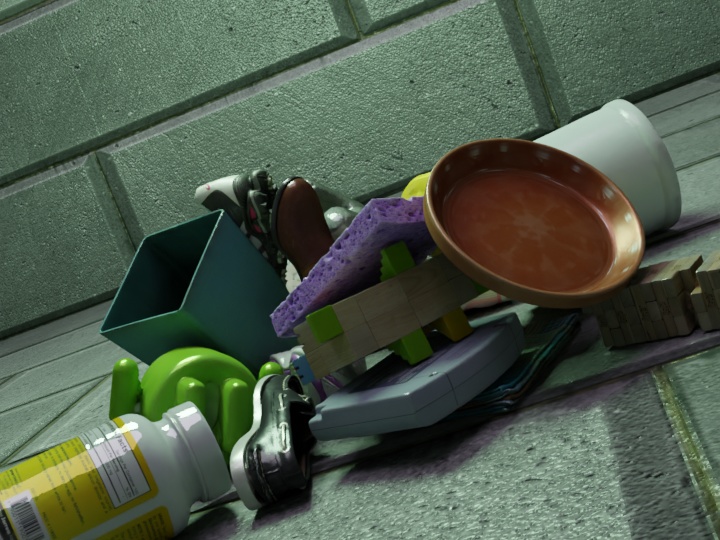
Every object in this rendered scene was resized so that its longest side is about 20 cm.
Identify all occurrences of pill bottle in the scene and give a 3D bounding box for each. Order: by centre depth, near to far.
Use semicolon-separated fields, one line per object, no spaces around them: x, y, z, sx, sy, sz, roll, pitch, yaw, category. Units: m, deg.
-0.214;0.190;0.886;0.199;0.113;0.112;-24;9;-21;pill bottle

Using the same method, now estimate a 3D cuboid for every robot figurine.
-0.165;0.137;1.079;0.174;0.117;0.200;0;0;-18;robot figurine

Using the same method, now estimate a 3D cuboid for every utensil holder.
0.258;-0.091;1.295;0.199;0.171;0.170;-24;9;-6;utensil holder

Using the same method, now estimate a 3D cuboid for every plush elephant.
-0.013;0.002;1.302;0.199;0.156;0.165;20;12;-33;plush elephant

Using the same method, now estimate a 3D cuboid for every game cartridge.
0.060;0.091;0.933;0.132;0.042;0.200;-11;11;37;game cartridge

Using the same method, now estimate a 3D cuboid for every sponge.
0.005;-0.002;1.008;0.111;0.030;0.200;-9;-26;-41;sponge

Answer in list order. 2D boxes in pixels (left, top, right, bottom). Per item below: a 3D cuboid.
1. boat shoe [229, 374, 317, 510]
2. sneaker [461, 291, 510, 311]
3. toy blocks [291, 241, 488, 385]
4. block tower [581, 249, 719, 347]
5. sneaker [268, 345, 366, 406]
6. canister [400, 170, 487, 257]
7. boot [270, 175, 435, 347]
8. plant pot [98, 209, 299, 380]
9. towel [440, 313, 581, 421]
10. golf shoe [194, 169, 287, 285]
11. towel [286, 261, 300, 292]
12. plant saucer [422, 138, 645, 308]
-0.065;0.142;0.952;0.060;0.074;0.200;-20;11;11;boat shoe
0.123;0.004;1.335;0.104;0.076;0.200;-16;13;2;sneaker
0.009;0.048;0.978;0.199;0.101;0.137;-24;-4;-36;toy blocks
0.290;0.019;0.904;0.199;0.058;0.054;-13;13;39;block tower
-0.031;0.101;1.117;0.099;0.075;0.200;-20;9;-19;sneaker
0.152;-0.034;1.097;0.199;0.087;0.148;21;-13;-31;canister
0.000;0.000;1.113;0.199;0.190;0.068;13;26;42;boot
-0.161;0.059;1.225;0.141;0.200;0.142;-16;43;38;plant pot
0.113;0.092;1.000;0.146;0.022;0.200;-15;10;34;towel
-0.132;-0.041;1.259;0.087;0.201;0.078;-2;49;8;golf shoe
-0.084;0.034;1.393;0.032;0.190;0.200;-62;-2;20;towel
0.151;-0.042;0.941;0.200;0.200;0.032;-27;-31;-34;plant saucer
